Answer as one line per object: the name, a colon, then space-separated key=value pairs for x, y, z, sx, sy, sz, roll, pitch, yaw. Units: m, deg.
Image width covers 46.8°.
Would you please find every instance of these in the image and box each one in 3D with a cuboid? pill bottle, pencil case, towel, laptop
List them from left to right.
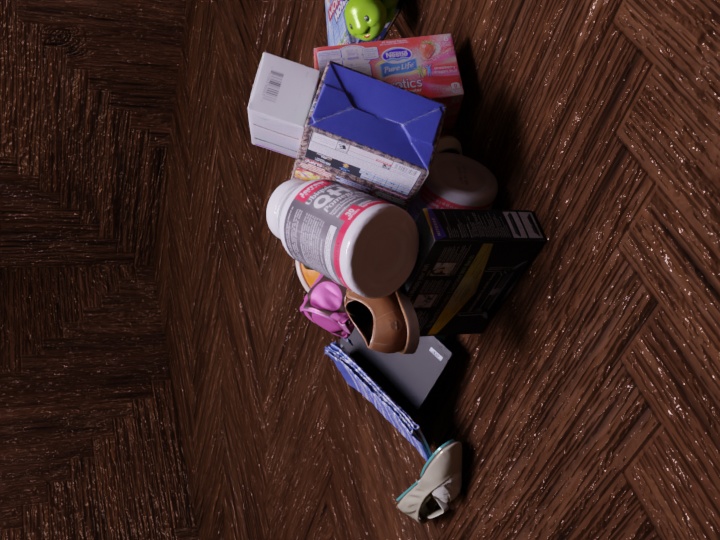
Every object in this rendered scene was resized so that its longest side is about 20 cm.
pill bottle: x=-0.030 y=-0.048 z=1.013 sx=0.199 sy=0.110 sz=0.112 roll=26 pitch=116 yaw=47
pencil case: x=0.000 y=0.000 z=1.204 sx=0.093 sy=0.091 sz=0.202 roll=5 pitch=61 yaw=56
towel: x=0.028 y=0.199 z=1.235 sx=0.200 sy=0.024 sz=0.145 roll=42 pitch=168 yaw=32
laptop: x=0.060 y=0.148 z=1.272 sx=0.177 sy=0.103 sz=0.201 roll=43 pitch=167 yaw=31
pill bottle: x=0.109 y=-0.050 z=1.141 sx=0.109 sy=0.107 sz=0.202 roll=-116 pitch=33 yaw=-45

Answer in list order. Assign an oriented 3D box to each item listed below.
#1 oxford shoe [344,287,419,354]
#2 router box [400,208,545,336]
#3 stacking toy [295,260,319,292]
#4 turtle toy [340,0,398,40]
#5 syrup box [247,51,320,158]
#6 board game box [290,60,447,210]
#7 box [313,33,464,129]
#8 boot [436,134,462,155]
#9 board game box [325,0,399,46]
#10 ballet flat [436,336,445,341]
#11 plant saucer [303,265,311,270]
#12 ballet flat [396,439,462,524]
oxford shoe: x=0.008 y=0.024 z=1.035 sx=0.201 sy=0.070 sz=0.072 roll=-116 pitch=32 yaw=-48
router box: x=0.119 y=0.007 z=1.056 sx=0.201 sy=0.155 sz=0.053 roll=116 pitch=145 yaw=-46
stacking toy: x=-0.006 y=-0.030 z=1.439 sx=0.199 sy=0.145 sz=0.148 roll=-25 pitch=67 yaw=46
turtle toy: x=0.014 y=-0.455 z=1.306 sx=0.144 sy=0.100 sz=0.203 roll=-14 pitch=76 yaw=40
syrup box: x=-0.106 y=-0.220 z=1.142 sx=0.200 sy=0.080 sz=0.080 roll=152 pitch=135 yaw=-82
board game box: x=0.003 y=-0.152 z=1.076 sx=0.200 sy=0.157 sz=0.098 roll=122 pitch=166 yaw=-68
box: x=0.036 y=-0.256 z=1.172 sx=0.095 sy=0.197 sz=0.104 roll=97 pitch=164 yaw=-71
boot: x=0.086 y=-0.161 z=1.247 sx=0.201 sy=0.071 sz=0.146 roll=114 pitch=149 yaw=-51
board game box: x=-0.010 y=-0.482 z=1.473 sx=0.200 sy=0.061 sz=0.203 roll=132 pitch=132 yaw=-58
ballet flat: x=0.076 y=0.091 z=1.291 sx=0.199 sy=0.070 sz=0.066 roll=-27 pitch=56 yaw=56
plant saucer: x=-0.015 y=-0.076 z=1.275 sx=0.031 sy=0.200 sz=0.201 roll=36 pitch=136 yaw=13
ballet flat: x=0.113 y=0.316 z=1.216 sx=0.201 sy=0.068 sz=0.070 roll=115 pitch=146 yaw=-49
